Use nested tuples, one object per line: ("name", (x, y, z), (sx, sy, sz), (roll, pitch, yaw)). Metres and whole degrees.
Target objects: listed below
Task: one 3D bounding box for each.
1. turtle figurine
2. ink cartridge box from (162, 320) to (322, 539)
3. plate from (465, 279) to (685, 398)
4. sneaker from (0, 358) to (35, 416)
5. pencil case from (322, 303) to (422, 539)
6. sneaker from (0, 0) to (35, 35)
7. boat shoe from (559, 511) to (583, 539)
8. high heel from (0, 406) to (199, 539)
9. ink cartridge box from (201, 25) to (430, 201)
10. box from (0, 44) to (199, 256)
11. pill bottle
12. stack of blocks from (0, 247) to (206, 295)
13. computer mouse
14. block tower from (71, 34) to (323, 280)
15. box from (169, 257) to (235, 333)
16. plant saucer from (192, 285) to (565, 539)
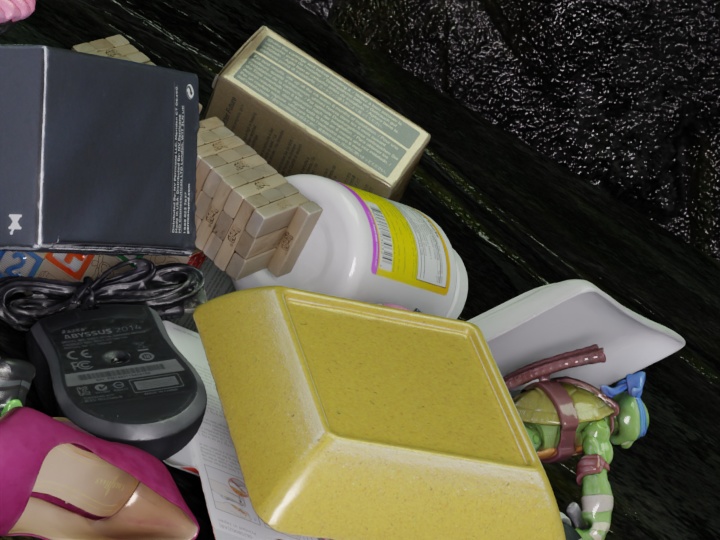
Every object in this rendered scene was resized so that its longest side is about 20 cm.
("turtle figurine", (0.108, 0.152, 1.757), (0.193, 0.201, 0.145), (3, 48, -26))
("ink cartridge box", (-0.056, 0.134, 1.535), (0.162, 0.057, 0.201), (24, 35, -32))
("plate", (0.114, 0.065, 1.800), (0.200, 0.199, 0.033), (26, 40, -59))
("sneaker", (-0.242, 0.027, 1.351), (0.200, 0.084, 0.077), (38, 13, 27))
("pencil case", (0.014, 0.102, 1.539), (0.200, 0.086, 0.083), (-85, 155, -59))
("sneaker", (-0.246, -0.162, 1.524), (0.079, 0.095, 0.200), (47, 18, -2))
("boat shoe", (0.106, 0.206, 1.550), (0.060, 0.076, 0.200), (34, 24, 15))
("high heel", (-0.144, 0.117, 1.277), (0.096, 0.068, 0.200), (31, 12, 9))
("ink cartridge box", (-0.052, -0.075, 1.981), (0.164, 0.200, 0.075), (34, 54, 5))
("box", (-0.227, -0.072, 1.505), (0.199, 0.124, 0.198), (2, 1, 22))
("pill bottle", (0.000, 0.000, 1.695), (0.104, 0.105, 0.200), (37, 10, 27))
("stack of blocks", (-0.201, -0.043, 1.665), (0.199, 0.116, 0.059), (32, 12, 6))
("computer mouse", (-0.143, 0.063, 1.476), (0.137, 0.053, 0.200), (-4, 29, -14))
("block tower", (-0.119, -0.075, 1.602), (0.200, 0.054, 0.058), (40, 32, 18))
("box", (-0.065, 0.005, 1.822), (0.101, 0.113, 0.200), (38, 12, 28))
("plant saucer", (0.018, 0.080, 1.448), (0.199, 0.049, 0.200), (11, 33, -25))
